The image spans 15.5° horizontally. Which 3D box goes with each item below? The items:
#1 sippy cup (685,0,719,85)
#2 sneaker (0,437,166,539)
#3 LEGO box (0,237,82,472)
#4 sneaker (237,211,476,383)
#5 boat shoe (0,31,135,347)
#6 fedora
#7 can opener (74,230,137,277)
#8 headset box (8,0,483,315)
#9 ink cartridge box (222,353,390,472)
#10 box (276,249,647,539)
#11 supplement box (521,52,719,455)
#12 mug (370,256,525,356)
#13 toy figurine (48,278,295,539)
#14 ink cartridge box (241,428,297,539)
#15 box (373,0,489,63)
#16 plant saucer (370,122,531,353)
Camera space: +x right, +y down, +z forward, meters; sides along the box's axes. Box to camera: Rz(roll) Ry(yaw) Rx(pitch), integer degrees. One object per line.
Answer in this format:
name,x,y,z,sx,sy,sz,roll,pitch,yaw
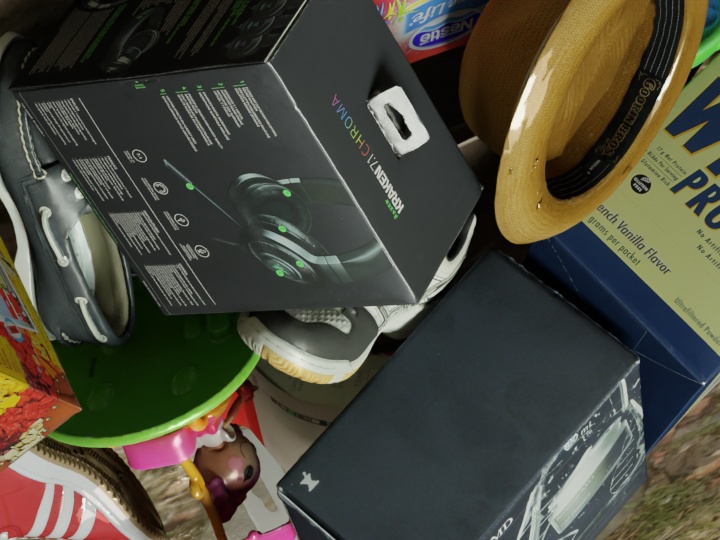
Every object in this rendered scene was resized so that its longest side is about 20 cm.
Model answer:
sippy cup,0.160,-0.153,1.615,0.177,0.140,0.130,12,157,3
sneaker,-0.208,0.148,1.619,0.112,0.071,0.200,-39,141,8
LEGO box,-0.252,0.001,1.404,0.077,0.201,0.149,-37,150,14
sneaker,0.000,0.000,1.519,0.200,0.075,0.088,-30,152,-59
boat shoe,-0.166,-0.044,1.489,0.076,0.060,0.201,-60,151,-43
fedora,0.112,-0.115,1.449,0.200,0.082,0.201,-42,151,-30
can opener,-0.085,-0.050,1.573,0.199,0.063,0.079,-10,116,-6
headset box,-0.055,-0.070,1.415,0.199,0.093,0.174,-3,132,39
ink cartridge box,-0.054,0.096,1.741,0.199,0.050,0.161,8,154,8
box,0.067,0.128,1.598,0.200,0.124,0.197,-48,156,-14
supplement box,0.211,-0.018,1.622,0.200,0.134,0.200,-43,172,-15
mug,0.078,0.001,1.796,0.199,0.178,0.133,-27,-167,4
toy figurine,-0.100,0.104,1.600,0.149,0.200,0.185,-12,125,12
ink cartridge box,0.006,0.123,1.885,0.199,0.117,0.067,-11,144,-31
box,0.030,-0.185,1.476,0.199,0.096,0.100,-20,149,-17
plant saucer,0.057,-0.030,1.655,0.200,0.037,0.201,-25,147,-17
